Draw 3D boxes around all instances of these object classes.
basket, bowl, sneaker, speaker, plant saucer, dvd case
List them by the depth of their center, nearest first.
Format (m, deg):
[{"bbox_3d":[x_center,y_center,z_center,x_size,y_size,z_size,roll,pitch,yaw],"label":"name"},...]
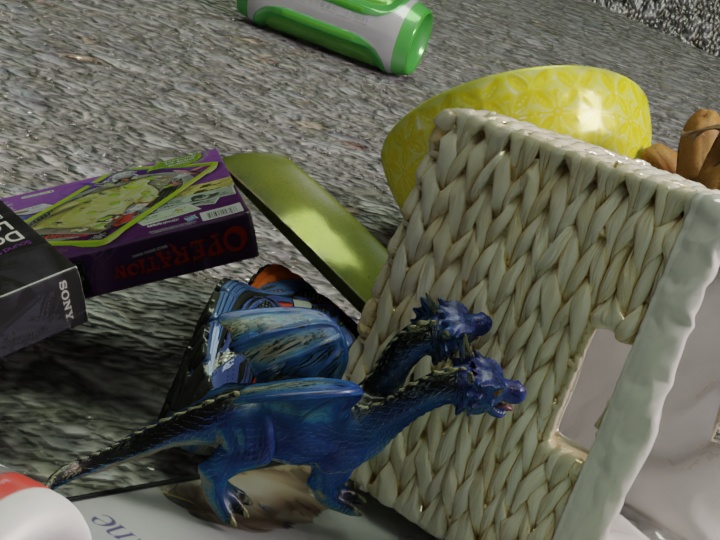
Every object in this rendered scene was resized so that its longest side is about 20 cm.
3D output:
[{"bbox_3d":[-0.032,0.126,0.818,0.142,0.018,0.200,30,19,32],"label":"dvd case"},{"bbox_3d":[0.115,0.041,0.916,0.161,0.199,0.200,27,10,34],"label":"basket"},{"bbox_3d":[-0.039,0.046,0.959,0.078,0.076,0.200,24,18,9],"label":"sneaker"},{"bbox_3d":[0.000,0.000,1.072,0.200,0.031,0.200,44,-3,3],"label":"plant saucer"},{"bbox_3d":[0.119,-0.051,1.381,0.200,0.200,0.108,7,62,-35],"label":"bowl"},{"bbox_3d":[-0.027,-0.275,2.056,0.199,0.089,0.088,22,16,13],"label":"speaker"}]

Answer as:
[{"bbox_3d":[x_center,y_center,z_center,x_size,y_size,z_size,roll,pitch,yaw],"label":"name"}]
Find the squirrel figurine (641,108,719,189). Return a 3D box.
[{"bbox_3d":[0.247,-0.009,1.256,0.141,0.201,0.187,10,-4,5],"label":"squirrel figurine"}]

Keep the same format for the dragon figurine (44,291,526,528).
[{"bbox_3d":[-0.033,0.053,0.813,0.199,0.100,0.059,4,40,-19],"label":"dragon figurine"}]

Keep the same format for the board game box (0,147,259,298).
[{"bbox_3d":[-0.157,-0.013,0.964,0.199,0.032,0.120,-14,25,-7],"label":"board game box"}]

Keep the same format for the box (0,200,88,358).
[{"bbox_3d":[-0.234,-0.004,0.887,0.143,0.036,0.200,-25,39,-27],"label":"box"}]

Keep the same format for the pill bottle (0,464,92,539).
[{"bbox_3d":[-0.193,0.084,0.599,0.200,0.116,0.116,24,17,17],"label":"pill bottle"}]
